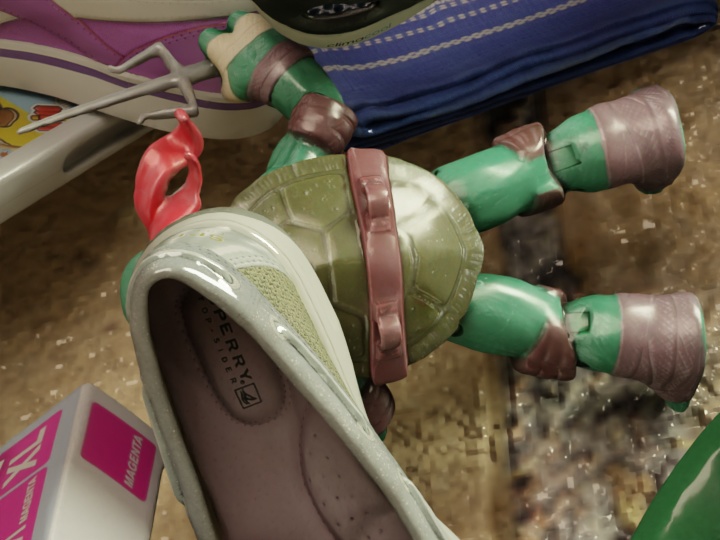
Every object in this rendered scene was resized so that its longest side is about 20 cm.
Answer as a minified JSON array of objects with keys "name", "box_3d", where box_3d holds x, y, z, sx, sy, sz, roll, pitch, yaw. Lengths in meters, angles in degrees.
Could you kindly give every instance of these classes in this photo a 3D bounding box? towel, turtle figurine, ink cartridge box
[{"name":"towel","box_3d":[0.019,-0.127,1.023,0.144,0.024,0.200,-19,50,-13]},{"name":"turtle figurine","box_3d":[0.000,0.000,0.892,0.199,0.151,0.101,-4,12,-7]},{"name":"ink cartridge box","box_3d":[-0.140,0.127,0.837,0.200,0.042,0.120,-39,25,27]}]

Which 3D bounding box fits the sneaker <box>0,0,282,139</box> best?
[{"name":"sneaker","box_3d":[-0.113,-0.118,0.938,0.199,0.115,0.073,9,40,2]}]

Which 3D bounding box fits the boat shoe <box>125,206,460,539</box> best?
[{"name":"boat shoe","box_3d":[-0.010,0.080,0.825,0.074,0.065,0.203,-22,98,12]}]

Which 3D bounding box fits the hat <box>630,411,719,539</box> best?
[{"name":"hat","box_3d":[0.184,0.127,0.823,0.166,0.176,0.200,-43,21,13]}]

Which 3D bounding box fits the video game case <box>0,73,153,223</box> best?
[{"name":"video game case","box_3d":[-0.145,-0.098,1.015,0.199,0.023,0.182,31,43,24]}]

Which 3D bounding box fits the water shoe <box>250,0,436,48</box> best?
[{"name":"water shoe","box_3d":[0.053,-0.133,0.864,0.200,0.079,0.072,-39,89,-4]}]
